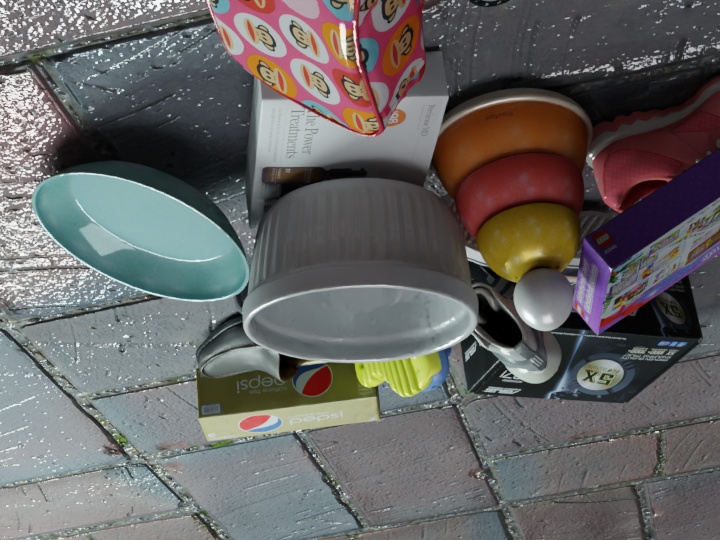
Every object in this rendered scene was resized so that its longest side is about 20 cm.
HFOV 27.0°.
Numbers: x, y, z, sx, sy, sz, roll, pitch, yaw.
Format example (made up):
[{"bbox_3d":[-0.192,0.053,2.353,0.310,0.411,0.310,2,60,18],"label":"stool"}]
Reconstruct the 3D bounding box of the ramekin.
[{"bbox_3d":[0.000,0.000,1.286,0.200,0.105,0.200,-1,159,0],"label":"ramekin"}]

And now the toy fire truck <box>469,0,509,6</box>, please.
[{"bbox_3d":[0.119,-0.272,0.938,0.200,0.129,0.176,-30,145,16],"label":"toy fire truck"}]

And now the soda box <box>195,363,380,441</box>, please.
[{"bbox_3d":[-0.080,0.138,1.676,0.200,0.064,0.068,-6,151,1],"label":"soda box"}]

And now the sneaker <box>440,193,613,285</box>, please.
[{"bbox_3d":[0.149,-0.021,1.421,0.200,0.078,0.079,9,151,-20],"label":"sneaker"}]

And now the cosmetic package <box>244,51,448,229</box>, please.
[{"bbox_3d":[-0.017,-0.106,1.263,0.151,0.052,0.200,-4,152,-9],"label":"cosmetic package"}]

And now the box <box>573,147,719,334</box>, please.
[{"bbox_3d":[0.271,-0.037,1.258,0.200,0.039,0.137,-32,157,-11],"label":"box"}]

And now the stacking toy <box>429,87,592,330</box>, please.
[{"bbox_3d":[0.136,-0.039,1.260,0.146,0.200,0.146,-5,151,-3],"label":"stacking toy"}]

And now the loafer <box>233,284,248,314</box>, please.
[{"bbox_3d":[-0.027,0.025,1.491,0.200,0.072,0.063,1,167,-6],"label":"loafer"}]

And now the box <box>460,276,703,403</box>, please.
[{"bbox_3d":[0.229,0.065,1.586,0.200,0.086,0.164,6,149,-22],"label":"box"}]

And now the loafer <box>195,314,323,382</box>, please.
[{"bbox_3d":[-0.088,0.081,1.561,0.200,0.072,0.073,-23,148,27],"label":"loafer"}]

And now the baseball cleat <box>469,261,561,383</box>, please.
[{"bbox_3d":[0.117,0.028,1.423,0.070,0.200,0.106,-48,130,0],"label":"baseball cleat"}]

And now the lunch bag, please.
[{"bbox_3d":[-0.046,-0.192,1.022,0.176,0.082,0.200,28,158,19],"label":"lunch bag"}]

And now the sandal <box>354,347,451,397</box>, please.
[{"bbox_3d":[0.056,0.084,1.558,0.087,0.080,0.200,-10,-175,-16],"label":"sandal"}]

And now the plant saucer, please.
[{"bbox_3d":[-0.186,-0.039,1.309,0.200,0.036,0.200,15,152,8],"label":"plant saucer"}]

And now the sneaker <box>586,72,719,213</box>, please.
[{"bbox_3d":[0.293,-0.105,1.292,0.200,0.087,0.074,-21,149,24],"label":"sneaker"}]
